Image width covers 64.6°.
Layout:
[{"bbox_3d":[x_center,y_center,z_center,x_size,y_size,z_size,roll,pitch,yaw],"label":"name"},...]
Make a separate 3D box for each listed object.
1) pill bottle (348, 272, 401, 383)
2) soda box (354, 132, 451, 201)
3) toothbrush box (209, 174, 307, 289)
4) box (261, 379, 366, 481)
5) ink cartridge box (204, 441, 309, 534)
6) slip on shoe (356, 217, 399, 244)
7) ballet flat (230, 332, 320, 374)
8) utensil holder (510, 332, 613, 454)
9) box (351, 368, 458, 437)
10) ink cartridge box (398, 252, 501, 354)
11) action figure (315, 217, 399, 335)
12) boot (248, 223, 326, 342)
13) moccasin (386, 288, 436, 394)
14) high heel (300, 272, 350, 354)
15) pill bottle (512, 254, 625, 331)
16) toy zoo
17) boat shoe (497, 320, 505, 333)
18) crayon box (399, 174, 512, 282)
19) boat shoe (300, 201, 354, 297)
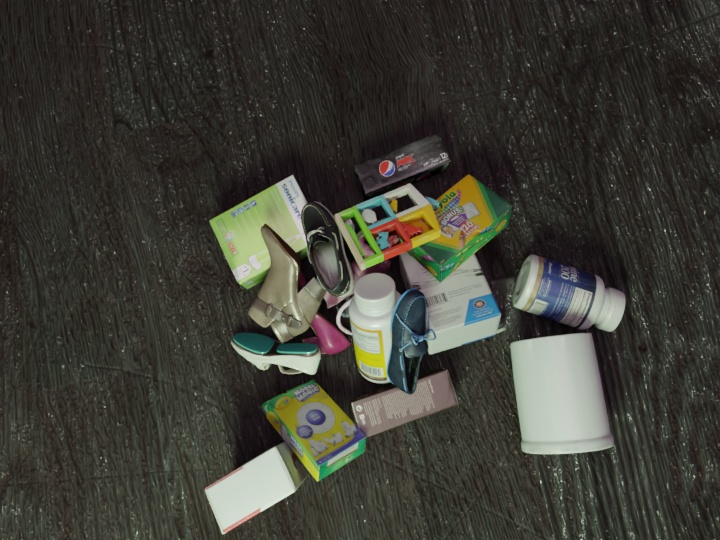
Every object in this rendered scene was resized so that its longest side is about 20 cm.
[{"bbox_3d":[0.036,0.109,1.083,0.106,0.204,0.111,-5,37,4],"label":"pill bottle"},{"bbox_3d":[0.088,-0.218,1.208,0.195,0.063,0.072,-21,80,-3],"label":"soda box"},{"bbox_3d":[-0.188,-0.077,1.178,0.197,0.086,0.148,-29,82,-3],"label":"toothbrush box"},{"bbox_3d":[-0.092,0.286,1.075,0.116,0.049,0.199,-19,41,-37],"label":"box"},{"bbox_3d":[-0.181,0.387,1.048,0.143,0.200,0.085,-30,78,-4],"label":"ink cartridge box"},{"bbox_3d":[0.087,-0.080,1.185,0.194,0.074,0.063,-10,83,-6],"label":"slip on shoe"},{"bbox_3d":[-0.172,0.174,1.146,0.194,0.069,0.071,6,81,16],"label":"ballet flat"},{"bbox_3d":[0.377,0.230,1.081,0.165,0.170,0.206,-5,79,0],"label":"utensil holder"},{"bbox_3d":[0.084,0.257,1.115,0.195,0.100,0.077,-20,82,-2],"label":"box"},{"bbox_3d":[0.170,0.040,1.119,0.142,0.085,0.204,-15,55,-3],"label":"ink cartridge box"},{"bbox_3d":[0.000,0.000,1.122,0.199,0.133,0.151,-39,44,20],"label":"action figure"},{"bbox_3d":[-0.164,0.033,1.102,0.146,0.070,0.200,-44,86,9],"label":"boot"},{"bbox_3d":[0.097,0.129,1.017,0.079,0.205,0.068,-17,36,-28],"label":"moccasin"},{"bbox_3d":[-0.086,0.071,1.162,0.094,0.067,0.205,-15,95,8],"label":"high heel"},{"bbox_3d":[0.414,0.050,1.136,0.195,0.111,0.114,18,81,4],"label":"pill bottle"},{"bbox_3d":[0.063,-0.092,1.082,0.196,0.021,0.133,-22,58,-10],"label":"toy zoo"},{"bbox_3d":[0.194,0.109,1.151,0.194,0.073,0.064,-7,84,5],"label":"boat shoe"},{"bbox_3d":[0.185,-0.086,1.113,0.199,0.059,0.119,-38,60,-17],"label":"crayon box"},{"bbox_3d":[-0.072,-0.045,1.088,0.073,0.060,0.205,-24,73,18],"label":"boat shoe"}]
